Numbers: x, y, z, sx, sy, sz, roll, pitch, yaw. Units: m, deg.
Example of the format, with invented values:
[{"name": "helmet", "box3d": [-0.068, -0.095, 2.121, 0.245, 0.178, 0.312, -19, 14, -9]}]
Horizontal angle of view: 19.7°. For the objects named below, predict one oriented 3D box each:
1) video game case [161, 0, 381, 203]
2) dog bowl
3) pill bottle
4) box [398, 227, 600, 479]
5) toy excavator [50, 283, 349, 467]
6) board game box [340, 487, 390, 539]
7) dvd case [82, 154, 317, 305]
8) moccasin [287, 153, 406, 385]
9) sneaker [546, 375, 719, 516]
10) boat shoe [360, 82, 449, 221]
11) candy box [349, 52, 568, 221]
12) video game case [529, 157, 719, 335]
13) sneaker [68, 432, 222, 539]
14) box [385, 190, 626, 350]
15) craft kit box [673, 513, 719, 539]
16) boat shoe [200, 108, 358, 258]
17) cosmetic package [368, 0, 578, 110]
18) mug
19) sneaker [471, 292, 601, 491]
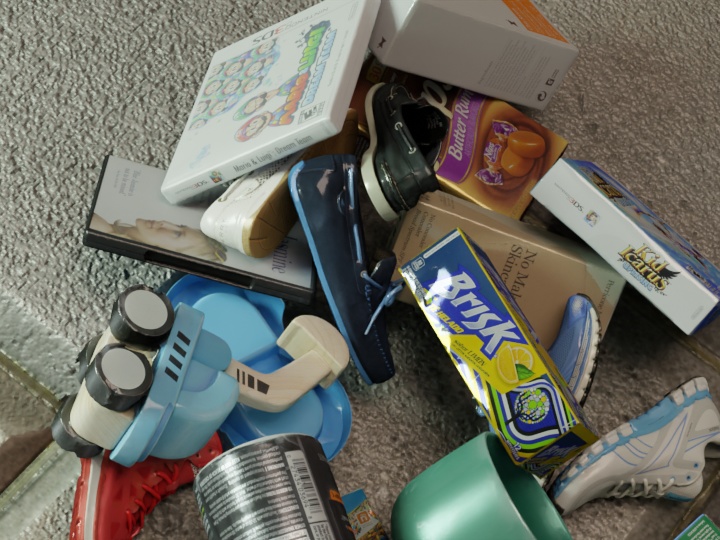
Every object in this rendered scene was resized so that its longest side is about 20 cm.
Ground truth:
[{"name": "video game case", "box3d": [-0.075, -0.156, 1.789, 0.024, 0.182, 0.200, 50, 35, -29]}, {"name": "dog bowl", "box3d": [-0.092, 0.091, 1.725, 0.111, 0.050, 0.200, -27, 70, -28]}, {"name": "pill bottle", "box3d": [-0.048, 0.232, 1.548, 0.106, 0.106, 0.201, -11, 65, -22]}, {"name": "box", "box3d": [0.112, 0.066, 1.689, 0.064, 0.070, 0.200, -35, 66, 9]}, {"name": "toy excavator", "box3d": [-0.119, 0.089, 1.636, 0.200, 0.100, 0.195, 28, 45, -12]}, {"name": "board game box", "box3d": [-0.022, 0.290, 1.620, 0.147, 0.064, 0.200, -19, 66, -25]}, {"name": "dvd case", "box3d": [-0.131, -0.036, 1.769, 0.199, 0.018, 0.143, 15, 29, -8]}, {"name": "moccasin", "box3d": [0.000, 0.000, 1.719, 0.068, 0.081, 0.201, -19, 110, 0]}, {"name": "sneaker", "box3d": [0.246, 0.168, 1.768, 0.200, 0.075, 0.087, -29, 77, -28]}, {"name": "boat shoe", "box3d": [0.043, -0.113, 1.766, 0.075, 0.066, 0.200, 60, 17, -20]}, {"name": "candy box", "box3d": [0.075, -0.118, 1.894, 0.200, 0.057, 0.117, 31, 58, 5]}, {"name": "video game case", "box3d": [0.245, -0.024, 1.819, 0.181, 0.200, 0.045, 41, 101, 10]}, {"name": "sneaker", "box3d": [-0.166, 0.171, 1.640, 0.115, 0.078, 0.201, 9, 60, -10]}, {"name": "box", "box3d": [0.121, 0.004, 1.800, 0.199, 0.095, 0.078, 19, 13, -4]}, {"name": "craft kit box", "box3d": [0.180, 0.295, 1.598, 0.200, 0.198, 0.049, -36, 78, -30]}, {"name": "boat shoe", "box3d": [-0.069, -0.086, 1.780, 0.069, 0.071, 0.200, 16, 38, 25]}, {"name": "cosmetic package", "box3d": [0.090, -0.220, 1.889, 0.200, 0.071, 0.102, 11, 30, -38]}, {"name": "mug", "box3d": [0.102, 0.231, 1.631, 0.185, 0.114, 0.152, 52, 11, -24]}, {"name": "sneaker", "box3d": [0.141, 0.108, 1.737, 0.089, 0.079, 0.201, 25, 85, 8]}]
